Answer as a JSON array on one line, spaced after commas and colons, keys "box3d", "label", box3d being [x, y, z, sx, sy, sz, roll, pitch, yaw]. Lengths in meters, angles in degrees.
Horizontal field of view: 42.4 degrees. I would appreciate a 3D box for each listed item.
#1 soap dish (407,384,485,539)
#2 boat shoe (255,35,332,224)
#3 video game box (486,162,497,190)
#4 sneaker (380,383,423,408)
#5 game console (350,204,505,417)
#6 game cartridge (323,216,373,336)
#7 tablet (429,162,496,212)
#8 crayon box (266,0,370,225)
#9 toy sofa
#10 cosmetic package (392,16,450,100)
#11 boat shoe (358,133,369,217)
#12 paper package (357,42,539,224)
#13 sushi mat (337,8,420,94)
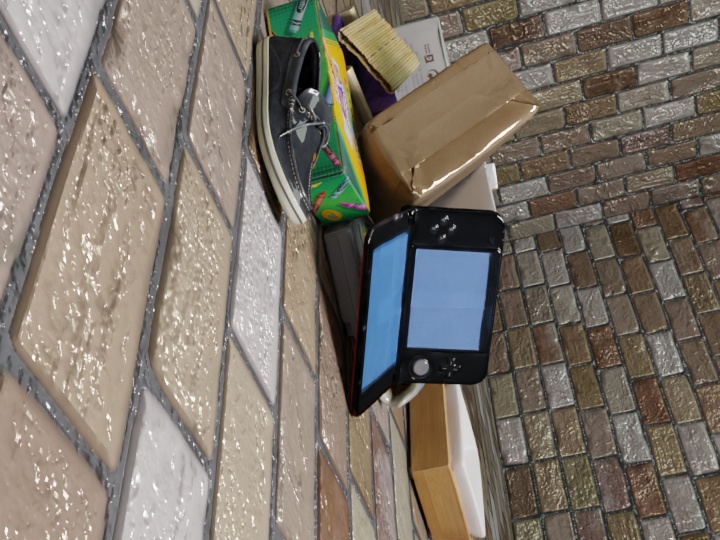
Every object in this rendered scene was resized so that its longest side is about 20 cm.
[{"box3d": [0.119, 0.266, 1.300, 0.201, 0.080, 0.160, -87, 162, -59], "label": "soap dish"}, {"box3d": [-0.058, -0.136, 0.846, 0.075, 0.061, 0.203, 65, 17, -58], "label": "boat shoe"}, {"box3d": [0.122, -0.134, 1.492, 0.182, 0.196, 0.048, -39, 119, -79], "label": "video game box"}, {"box3d": [0.063, 0.073, 1.085, 0.081, 0.075, 0.203, -50, 153, -49], "label": "sneaker"}, {"box3d": [0.073, 0.044, 0.978, 0.119, 0.169, 0.204, -110, -156, -71], "label": "game console"}, {"box3d": [0.000, 0.000, 1.090, 0.200, 0.040, 0.136, -19, 92, -81], "label": "game cartridge"}, {"box3d": [0.086, -0.057, 1.205, 0.014, 0.198, 0.131, 43, 29, -34], "label": "tablet"}, {"box3d": [-0.043, -0.164, 0.971, 0.119, 0.057, 0.204, 52, 27, -69], "label": "crayon box"}, {"box3d": [-0.010, -0.252, 1.153, 0.202, 0.096, 0.084, -89, 157, -53], "label": "toy sofa"}, {"box3d": [0.069, -0.261, 1.443, 0.200, 0.163, 0.171, 37, 40, -77], "label": "cosmetic package"}, {"box3d": [0.025, -0.133, 1.313, 0.065, 0.071, 0.204, -80, 161, -70], "label": "boat shoe"}, {"box3d": [0.085, -0.148, 1.088, 0.104, 0.189, 0.200, 54, -15, 3], "label": "paper package"}, {"box3d": [0.027, -0.275, 1.155, 0.096, 0.012, 0.200, 47, 24, -7], "label": "sushi mat"}]
